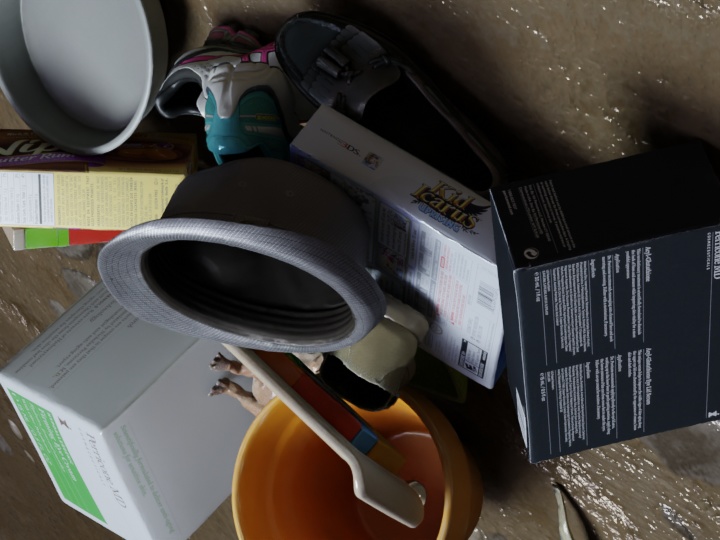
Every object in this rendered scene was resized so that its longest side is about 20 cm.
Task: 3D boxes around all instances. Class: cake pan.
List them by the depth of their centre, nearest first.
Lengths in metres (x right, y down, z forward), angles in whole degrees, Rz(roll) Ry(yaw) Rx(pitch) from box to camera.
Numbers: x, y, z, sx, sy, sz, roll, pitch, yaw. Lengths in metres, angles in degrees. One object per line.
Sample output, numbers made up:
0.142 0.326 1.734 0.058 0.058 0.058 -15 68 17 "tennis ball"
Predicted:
-0.234 -0.197 1.525 0.199 0.037 0.202 16 117 34 "cake pan"

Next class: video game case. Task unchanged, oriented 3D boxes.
0.036 -0.013 1.326 0.181 0.046 0.200 30 157 13 "video game case"

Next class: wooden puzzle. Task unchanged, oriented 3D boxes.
-0.031 0.104 1.415 0.200 0.037 0.185 47 180 22 "wooden puzzle"

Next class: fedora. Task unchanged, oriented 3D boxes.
-0.073 -0.018 1.276 0.199 0.091 0.177 5 151 18 "fedora"

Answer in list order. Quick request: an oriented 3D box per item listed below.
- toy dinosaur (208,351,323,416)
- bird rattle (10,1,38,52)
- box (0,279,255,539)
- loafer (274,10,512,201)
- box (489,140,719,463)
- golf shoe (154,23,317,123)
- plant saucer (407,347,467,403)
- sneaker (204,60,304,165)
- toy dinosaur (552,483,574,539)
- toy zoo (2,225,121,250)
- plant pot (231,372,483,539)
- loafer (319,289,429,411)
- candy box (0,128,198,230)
-0.068 0.116 1.751 0.135 0.086 0.200 35 158 7 "toy dinosaur"
-0.292 -0.195 1.633 0.200 0.113 0.164 35 135 15 "bird rattle"
-0.216 0.137 1.860 0.171 0.200 0.200 21 143 38 "box"
0.025 -0.116 1.283 0.200 0.072 0.063 37 -177 1 "loafer"
0.164 0.024 1.195 0.201 0.140 0.079 80 179 -48 "box"
-0.074 -0.135 1.395 0.199 0.092 0.073 8 135 49 "golf shoe"
0.000 0.000 1.520 0.199 0.048 0.201 17 142 45 "plant saucer"
-0.076 -0.075 1.354 0.077 0.080 0.200 0 155 16 "sneaker"
0.212 0.279 1.603 0.088 0.047 0.201 27 145 46 "toy dinosaur"
-0.218 -0.057 1.628 0.131 0.199 0.021 -133 41 -62 "toy zoo"
0.018 0.191 1.583 0.200 0.201 0.183 34 -172 24 "plant pot"
0.001 0.071 1.395 0.076 0.068 0.200 32 162 7 "loafer"
-0.243 -0.079 1.577 0.199 0.117 0.057 3 111 0 "candy box"
